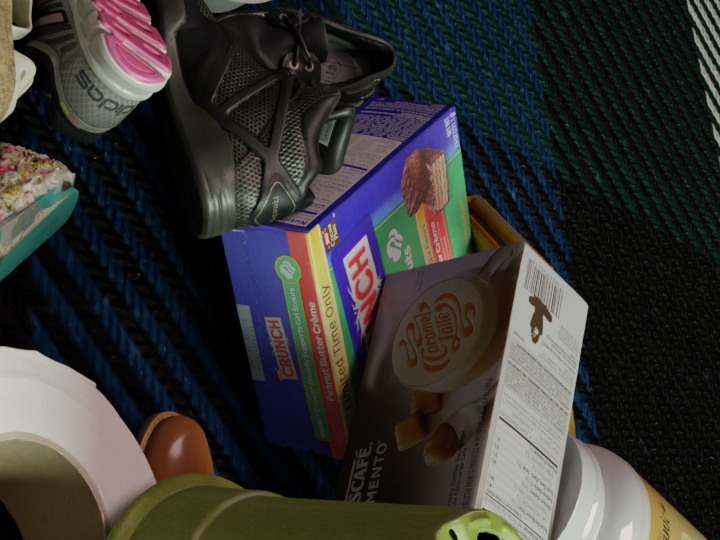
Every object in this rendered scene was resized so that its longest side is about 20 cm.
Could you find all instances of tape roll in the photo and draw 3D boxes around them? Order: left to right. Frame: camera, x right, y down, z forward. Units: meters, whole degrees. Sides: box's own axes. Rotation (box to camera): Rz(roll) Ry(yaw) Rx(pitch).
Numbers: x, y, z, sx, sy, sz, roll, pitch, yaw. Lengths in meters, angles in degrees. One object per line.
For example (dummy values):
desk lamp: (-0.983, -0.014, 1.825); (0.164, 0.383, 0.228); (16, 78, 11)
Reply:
tape roll: (-0.190, 0.144, 0.907); (0.202, 0.070, 0.204); (31, 47, -40)

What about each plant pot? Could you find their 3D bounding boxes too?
plant pot: (-0.009, 0.193, 0.901); (0.199, 0.188, 0.202); (25, 58, -50)

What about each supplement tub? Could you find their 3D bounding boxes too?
supplement tub: (0.150, 0.202, 1.126); (0.200, 0.144, 0.145); (42, 41, -30)

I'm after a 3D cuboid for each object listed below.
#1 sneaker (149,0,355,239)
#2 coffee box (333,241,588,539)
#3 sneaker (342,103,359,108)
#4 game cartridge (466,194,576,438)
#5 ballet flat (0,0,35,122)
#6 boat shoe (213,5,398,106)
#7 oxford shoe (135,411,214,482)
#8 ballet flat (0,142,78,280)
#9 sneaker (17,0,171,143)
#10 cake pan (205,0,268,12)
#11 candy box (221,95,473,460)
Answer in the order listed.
sneaker: (-0.073, -0.110, 1.104); (0.113, 0.077, 0.201); (-8, 52, -19)
coffee box: (0.061, 0.095, 1.071); (0.080, 0.114, 0.202); (40, 51, -36)
sneaker: (-0.065, -0.109, 1.222); (0.200, 0.075, 0.115); (-38, 104, -53)
game cartridge: (0.112, 0.065, 1.269); (0.176, 0.032, 0.202); (-125, -155, -67)
ballet flat: (-0.221, -0.141, 1.035); (0.065, 0.070, 0.202); (22, 55, -42)
boat shoe: (-0.043, -0.163, 1.295); (0.198, 0.066, 0.075); (14, 60, -50)
oxford shoe: (-0.092, 0.173, 1.024); (0.071, 0.071, 0.202); (19, 54, -45)
ballet flat: (-0.227, -0.012, 0.966); (0.064, 0.076, 0.200); (34, 32, 1)
sneaker: (-0.182, -0.155, 1.099); (0.073, 0.087, 0.201); (25, 29, -42)
cake pan: (-0.130, -0.265, 1.237); (0.199, 0.037, 0.202); (31, 40, -30)
candy box: (0.000, 0.000, 1.179); (0.200, 0.076, 0.171); (-42, 131, -46)
